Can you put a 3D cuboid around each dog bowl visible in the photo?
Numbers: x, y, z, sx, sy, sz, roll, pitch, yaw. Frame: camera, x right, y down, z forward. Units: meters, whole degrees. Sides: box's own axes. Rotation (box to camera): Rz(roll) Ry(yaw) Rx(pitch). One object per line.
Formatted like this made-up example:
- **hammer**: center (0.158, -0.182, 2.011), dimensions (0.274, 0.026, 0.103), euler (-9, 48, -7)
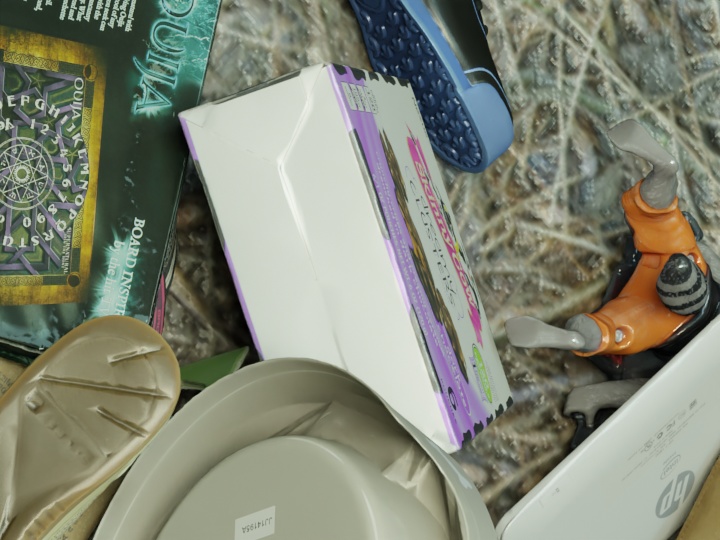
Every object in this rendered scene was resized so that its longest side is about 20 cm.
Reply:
- **dog bowl**: center (-0.028, 0.136, 0.927), dimensions (0.059, 0.199, 0.201), euler (26, 67, -40)

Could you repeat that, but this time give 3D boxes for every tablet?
- **tablet**: center (0.145, 0.093, 1.184), dimensions (0.200, 0.014, 0.130), euler (-41, 145, -17)

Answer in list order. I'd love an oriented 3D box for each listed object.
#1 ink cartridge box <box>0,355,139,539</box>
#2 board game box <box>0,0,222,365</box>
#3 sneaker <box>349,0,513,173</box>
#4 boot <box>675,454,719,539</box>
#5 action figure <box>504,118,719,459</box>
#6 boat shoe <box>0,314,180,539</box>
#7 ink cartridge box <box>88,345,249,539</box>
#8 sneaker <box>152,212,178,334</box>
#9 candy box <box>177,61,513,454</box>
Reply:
- **ink cartridge box**: center (-0.216, 0.083, 1.014), dimensions (0.200, 0.075, 0.165), euler (42, 64, -17)
- **board game box**: center (-0.135, -0.063, 1.028), dimensions (0.135, 0.028, 0.201), euler (19, 70, -21)
- **sneaker**: center (0.031, -0.149, 1.213), dimensions (0.078, 0.070, 0.201), euler (-33, 96, -25)
- **boot**: center (0.208, 0.194, 1.204), dimensions (0.175, 0.066, 0.201), euler (35, 86, -19)
- **action figure**: center (0.147, 0.048, 1.209), dimensions (0.193, 0.104, 0.201), euler (38, 64, -50)
- **boat shoe**: center (-0.152, 0.095, 0.964), dimensions (0.200, 0.065, 0.072), euler (-41, 83, -10)
- **ink cartridge box**: center (-0.094, 0.137, 1.057), dimensions (0.059, 0.104, 0.201), euler (36, 63, -19)
- **sneaker**: center (-0.115, -0.049, 1.110), dimensions (0.075, 0.080, 0.201), euler (33, 62, -52)
- **candy box**: center (0.000, 0.000, 1.091), dimensions (0.071, 0.200, 0.169), euler (-19, 89, 10)
